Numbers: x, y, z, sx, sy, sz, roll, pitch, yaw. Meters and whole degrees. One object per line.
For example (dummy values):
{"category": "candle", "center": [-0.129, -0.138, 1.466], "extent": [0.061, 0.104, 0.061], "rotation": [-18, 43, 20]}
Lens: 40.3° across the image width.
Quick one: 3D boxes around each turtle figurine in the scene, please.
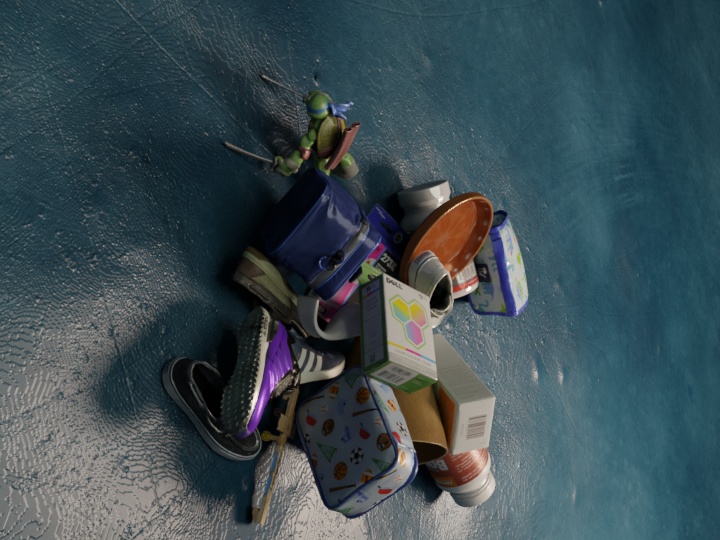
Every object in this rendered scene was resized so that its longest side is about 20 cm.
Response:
{"category": "turtle figurine", "center": [-0.088, -0.204, 1.541], "extent": [0.195, 0.198, 0.145], "rotation": [68, 14, -49]}

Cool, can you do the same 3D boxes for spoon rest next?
{"category": "spoon rest", "center": [-0.025, 0.077, 1.493], "extent": [0.199, 0.099, 0.061], "rotation": [13, 88, -52]}

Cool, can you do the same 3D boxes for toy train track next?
{"category": "toy train track", "center": [-0.132, 0.268, 1.440], "extent": [0.115, 0.032, 0.202], "rotation": [66, 36, -72]}

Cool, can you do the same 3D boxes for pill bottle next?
{"category": "pill bottle", "center": [0.136, -0.053, 1.764], "extent": [0.115, 0.115, 0.202], "rotation": [-27, 105, -50]}
{"category": "pill bottle", "center": [0.164, 0.320, 1.743], "extent": [0.112, 0.111, 0.201], "rotation": [-52, 123, -42]}

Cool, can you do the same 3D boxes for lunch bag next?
{"category": "lunch bag", "center": [-0.052, -0.049, 1.435], "extent": [0.132, 0.200, 0.136], "rotation": [39, 98, -20]}
{"category": "lunch bag", "center": [-0.012, 0.247, 1.427], "extent": [0.075, 0.160, 0.201], "rotation": [33, 25, -44]}
{"category": "lunch bag", "center": [0.249, -0.012, 1.840], "extent": [0.200, 0.126, 0.172], "rotation": [-119, -167, -79]}

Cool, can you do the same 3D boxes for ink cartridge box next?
{"category": "ink cartridge box", "center": [0.053, 0.072, 1.472], "extent": [0.103, 0.059, 0.202], "rotation": [27, 46, -37]}
{"category": "ink cartridge box", "center": [0.000, 0.000, 1.578], "extent": [0.201, 0.037, 0.095], "rotation": [-54, 130, -6]}

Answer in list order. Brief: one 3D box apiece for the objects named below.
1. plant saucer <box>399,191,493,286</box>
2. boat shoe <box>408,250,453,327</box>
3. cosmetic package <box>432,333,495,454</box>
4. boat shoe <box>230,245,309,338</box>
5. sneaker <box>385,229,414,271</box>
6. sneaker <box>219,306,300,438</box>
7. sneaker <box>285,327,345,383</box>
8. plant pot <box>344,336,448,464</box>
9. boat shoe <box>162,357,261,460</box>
{"category": "plant saucer", "center": [0.139, -0.047, 1.629], "extent": [0.199, 0.032, 0.201], "rotation": [-34, 149, -24]}
{"category": "boat shoe", "center": [0.119, 0.049, 1.621], "extent": [0.073, 0.065, 0.201], "rotation": [-39, 150, -13]}
{"category": "cosmetic package", "center": [0.141, 0.200, 1.623], "extent": [0.070, 0.200, 0.102], "rotation": [-7, 119, -21]}
{"category": "boat shoe", "center": [-0.132, 0.044, 1.457], "extent": [0.065, 0.073, 0.200], "rotation": [-47, 134, -13]}
{"category": "sneaker", "center": [0.014, -0.027, 1.652], "extent": [0.198, 0.083, 0.073], "rotation": [-11, 116, -29]}
{"category": "sneaker", "center": [-0.124, 0.149, 1.340], "extent": [0.099, 0.069, 0.202], "rotation": [39, 40, -30]}
{"category": "sneaker", "center": [-0.096, 0.125, 1.475], "extent": [0.199, 0.074, 0.086], "rotation": [-8, 95, -51]}
{"category": "plant pot", "center": [0.040, 0.198, 1.573], "extent": [0.186, 0.185, 0.202], "rotation": [23, 56, -47]}
{"category": "boat shoe", "center": [-0.189, 0.192, 1.354], "extent": [0.201, 0.067, 0.072], "rotation": [56, 45, -29]}
